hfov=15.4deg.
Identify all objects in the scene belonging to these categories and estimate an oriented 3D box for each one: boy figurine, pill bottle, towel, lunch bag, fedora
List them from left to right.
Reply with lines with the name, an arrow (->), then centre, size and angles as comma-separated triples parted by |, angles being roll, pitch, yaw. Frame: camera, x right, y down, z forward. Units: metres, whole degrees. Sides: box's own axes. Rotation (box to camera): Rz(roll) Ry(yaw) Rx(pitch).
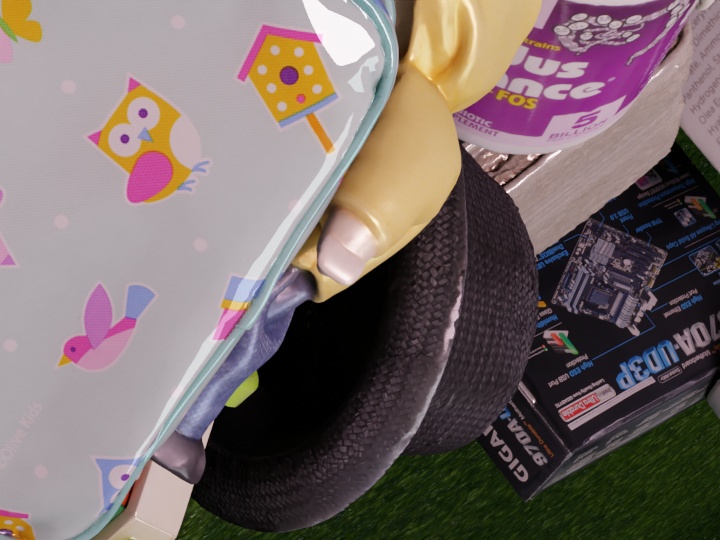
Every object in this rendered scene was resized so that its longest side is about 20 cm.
lunch bag -> -0.092, -0.039, 0.718 | 0.200, 0.160, 0.077 | -56, -170, 18
boy figurine -> -0.014, -0.029, 0.826 | 0.200, 0.064, 0.124 | -52, -157, 3
fedora -> 0.000, 0.000, 0.948 | 0.091, 0.201, 0.201 | 17, 129, -37
towel -> 0.055, -0.026, 1.115 | 0.200, 0.035, 0.133 | -37, 166, -7
pill bottle -> 0.071, -0.126, 0.912 | 0.112, 0.112, 0.200 | -33, 167, -19

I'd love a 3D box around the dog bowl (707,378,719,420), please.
dog bowl -> 0.270, 0.035, 1.286 | 0.200, 0.079, 0.200 | -34, 168, -8

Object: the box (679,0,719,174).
box -> 0.249, -0.140, 1.178 | 0.199, 0.172, 0.200 | -23, 160, -44

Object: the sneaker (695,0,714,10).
sneaker -> 0.124, -0.182, 0.998 | 0.085, 0.075, 0.200 | -56, 163, -16

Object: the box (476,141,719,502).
box -> 0.106, 0.004, 1.292 | 0.200, 0.159, 0.046 | -25, 161, -42

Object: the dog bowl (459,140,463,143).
dog bowl -> 0.039, -0.071, 1.119 | 0.200, 0.059, 0.200 | -35, 163, -12

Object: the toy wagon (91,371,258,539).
toy wagon -> -0.105, 0.066, 0.915 | 0.155, 0.200, 0.040 | -41, 136, 16
